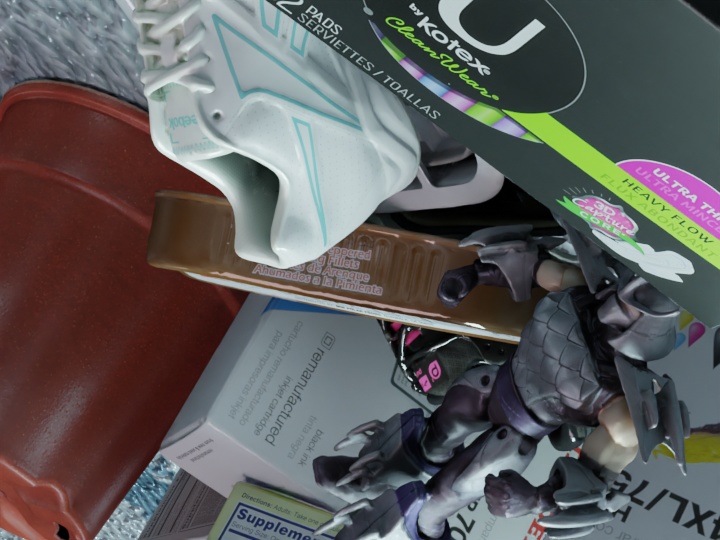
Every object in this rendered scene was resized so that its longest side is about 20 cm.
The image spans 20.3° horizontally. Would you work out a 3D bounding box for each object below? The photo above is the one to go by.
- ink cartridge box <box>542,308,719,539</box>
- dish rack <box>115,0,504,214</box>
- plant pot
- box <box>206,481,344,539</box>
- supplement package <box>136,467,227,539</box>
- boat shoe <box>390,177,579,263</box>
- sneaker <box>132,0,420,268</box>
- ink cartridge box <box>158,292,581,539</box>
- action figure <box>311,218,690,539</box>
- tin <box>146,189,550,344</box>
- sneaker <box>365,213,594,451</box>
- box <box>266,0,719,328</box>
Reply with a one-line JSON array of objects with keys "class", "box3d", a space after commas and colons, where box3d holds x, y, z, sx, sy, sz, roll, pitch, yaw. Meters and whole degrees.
[{"class": "ink cartridge box", "box3d": [0.168, 0.107, 0.848, 0.146, 0.201, 0.146, 24, 156, 14]}, {"class": "dish rack", "box3d": [-0.030, -0.112, 0.815, 0.171, 0.044, 0.200, -3, 130, 54]}, {"class": "plant pot", "box3d": [-0.163, 0.035, 1.109, 0.200, 0.196, 0.201, 25, 157, 12]}, {"class": "box", "box3d": [-0.045, 0.240, 0.996, 0.096, 0.201, 0.176, 17, 152, 24]}, {"class": "supplement package", "box3d": [-0.009, 0.136, 1.184, 0.152, 0.151, 0.200, 36, 156, -15]}, {"class": "boat shoe", "box3d": [0.089, -0.041, 0.821, 0.199, 0.062, 0.075, 6, 145, 44]}, {"class": "sneaker", "box3d": [-0.050, -0.087, 0.748, 0.070, 0.080, 0.201, 4, 133, 51]}, {"class": "ink cartridge box", "box3d": [0.021, 0.082, 1.043, 0.200, 0.147, 0.086, 34, 155, -10]}, {"class": "action figure", "box3d": [0.054, 0.056, 0.778, 0.069, 0.131, 0.200, 22, 133, -29]}, {"class": "tin", "box3d": [0.000, 0.000, 0.888, 0.199, 0.042, 0.112, 11, 173, 18]}, {"class": "sneaker", "box3d": [0.041, 0.018, 0.970, 0.199, 0.084, 0.077, 29, 156, 2]}, {"class": "box", "box3d": [0.093, -0.098, 0.623, 0.200, 0.125, 0.148, 36, 157, -9]}]
